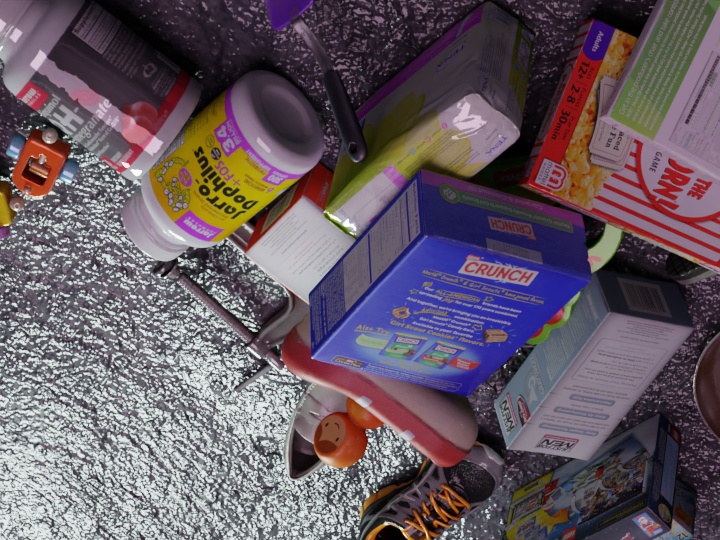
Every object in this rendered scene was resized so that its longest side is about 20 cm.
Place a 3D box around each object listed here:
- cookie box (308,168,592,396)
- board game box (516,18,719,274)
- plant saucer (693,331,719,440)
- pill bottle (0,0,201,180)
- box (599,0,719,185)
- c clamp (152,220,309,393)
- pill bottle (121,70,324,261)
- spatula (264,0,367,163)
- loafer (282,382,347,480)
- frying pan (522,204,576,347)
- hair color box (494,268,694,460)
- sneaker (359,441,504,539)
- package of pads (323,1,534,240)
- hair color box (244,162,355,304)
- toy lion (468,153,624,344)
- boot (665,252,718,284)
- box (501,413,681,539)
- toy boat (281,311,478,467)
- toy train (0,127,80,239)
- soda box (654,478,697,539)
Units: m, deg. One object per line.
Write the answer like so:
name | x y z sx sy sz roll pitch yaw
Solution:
cookie box | 0.074 0.015 1.634 0.170 0.076 0.200 15 141 -27
board game box | 0.253 -0.104 1.615 0.198 0.046 0.153 22 88 -7
plant saucer | 0.416 0.105 1.796 0.198 0.032 0.202 7 128 9
pill bottle | -0.250 -0.181 1.706 0.199 0.111 0.111 37 126 -14
box | 0.317 -0.144 1.581 0.199 0.036 0.145 28 87 -8
c clamp | -0.130 0.026 1.883 0.170 0.027 0.200 -30 114 31
pill bottle | -0.132 -0.090 1.748 0.104 0.105 0.200 41 125 -17
spatula | -0.036 -0.183 1.631 0.056 0.020 0.201 -33 75 34
loafer | -0.031 0.143 1.896 0.069 0.070 0.201 22 141 -1
frying pan | 0.156 -0.013 1.772 0.114 0.031 0.192 -1 119 4
hair color box | 0.218 0.092 1.798 0.098 0.061 0.201 10 132 -26
sneaker | 0.073 0.246 1.963 0.078 0.077 0.200 40 124 -14
package of pads | 0.058 -0.122 1.639 0.068 0.155 0.200 37 126 -20
hair color box | 0.000 0.000 1.808 0.200 0.061 0.101 39 126 -14
toy lion | 0.150 -0.028 1.717 0.198 0.069 0.193 -14 107 23
boot | 0.384 -0.008 1.702 0.199 0.068 0.131 -29 121 32
box | 0.224 0.238 1.879 0.199 0.137 0.038 -33 113 33
toy boat | 0.004 0.127 1.765 0.199 0.131 0.131 38 99 -15
toy train | -0.371 -0.114 1.828 0.198 0.056 0.151 22 127 -6
soda box | 0.252 0.276 1.947 0.068 0.064 0.200 39 127 -16
